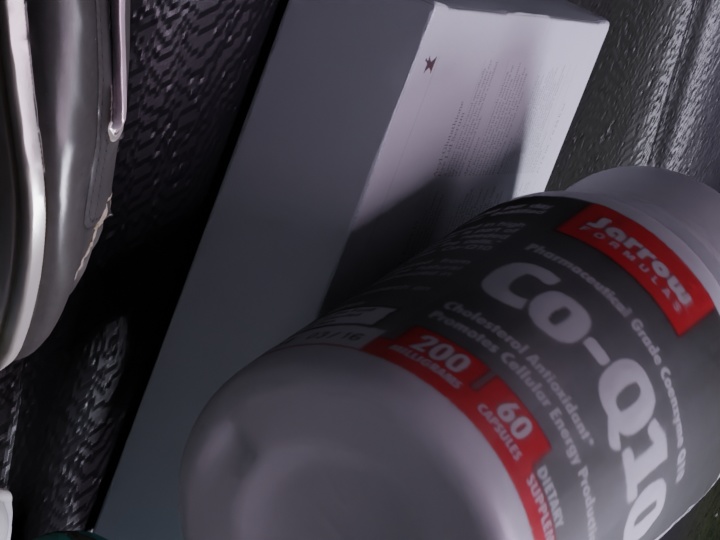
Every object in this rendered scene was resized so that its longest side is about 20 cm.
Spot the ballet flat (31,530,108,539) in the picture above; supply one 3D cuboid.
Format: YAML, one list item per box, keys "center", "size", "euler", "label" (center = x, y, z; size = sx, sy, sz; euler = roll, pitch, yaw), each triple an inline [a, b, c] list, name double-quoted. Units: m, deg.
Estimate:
- center: [-0.081, 0.176, 0.770]
  size: [0.070, 0.067, 0.201]
  euler: [-47, 138, -51]
  label: "ballet flat"

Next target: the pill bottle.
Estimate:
- center: [0.046, 0.043, 0.768]
  size: [0.200, 0.114, 0.114]
  euler: [-33, 143, -51]
  label: "pill bottle"

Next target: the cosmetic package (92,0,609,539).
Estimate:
- center: [0.000, 0.000, 0.834]
  size: [0.151, 0.052, 0.201]
  euler: [-9, 122, -67]
  label: "cosmetic package"

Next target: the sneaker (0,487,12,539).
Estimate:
- center: [-0.119, 0.089, 0.621]
  size: [0.081, 0.076, 0.200]
  euler: [-51, 158, -37]
  label: "sneaker"

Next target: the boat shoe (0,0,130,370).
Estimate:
- center: [-0.070, -0.063, 0.563]
  size: [0.057, 0.067, 0.201]
  euler: [-27, 138, -33]
  label: "boat shoe"
